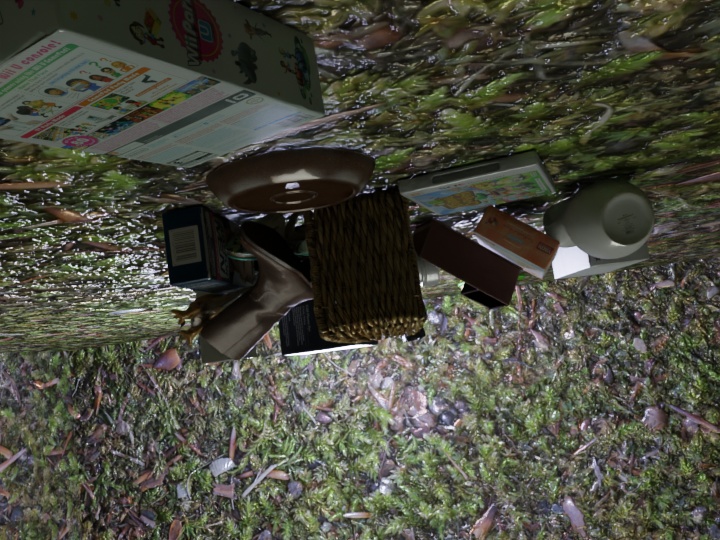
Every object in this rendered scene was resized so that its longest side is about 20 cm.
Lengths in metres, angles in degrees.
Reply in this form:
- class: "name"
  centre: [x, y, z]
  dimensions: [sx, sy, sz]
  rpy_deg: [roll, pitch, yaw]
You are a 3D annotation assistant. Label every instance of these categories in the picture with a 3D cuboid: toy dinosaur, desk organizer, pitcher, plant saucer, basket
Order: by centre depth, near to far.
- class: "plant saucer"
  centre: [-0.080, -0.099, 0.838]
  dimensions: [0.199, 0.032, 0.200]
  rpy_deg: [-6, 172, -1]
- class: "basket"
  centre: [0.000, 0.000, 1.006]
  dimensions: [0.148, 0.201, 0.143]
  rpy_deg: [-8, 169, -5]
- class: "toy dinosaur"
  centre: [-0.222, 0.052, 1.051]
  dimensions: [0.200, 0.061, 0.106]
  rpy_deg: [-21, -163, 47]
- class: "pitcher"
  centre: [0.402, -0.090, 1.130]
  dimensions: [0.171, 0.122, 0.200]
  rpy_deg: [-22, -176, -3]
- class: "desk organizer"
  centre: [0.183, -0.009, 1.274]
  dimensions: [0.200, 0.077, 0.072]
  rpy_deg: [27, 161, -16]

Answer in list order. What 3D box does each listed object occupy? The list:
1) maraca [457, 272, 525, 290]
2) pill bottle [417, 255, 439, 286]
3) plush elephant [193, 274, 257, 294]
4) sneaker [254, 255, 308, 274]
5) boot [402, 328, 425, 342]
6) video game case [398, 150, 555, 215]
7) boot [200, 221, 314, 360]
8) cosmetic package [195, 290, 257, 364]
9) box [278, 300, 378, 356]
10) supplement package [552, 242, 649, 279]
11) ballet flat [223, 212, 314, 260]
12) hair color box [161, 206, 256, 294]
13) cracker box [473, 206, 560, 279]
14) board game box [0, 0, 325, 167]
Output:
- class: "maraca"
  centre: [0.366, 0.028, 1.996]
  dimensions: [0.137, 0.107, 0.200]
  rpy_deg: [0, 169, -43]
- class: "pill bottle"
  centre: [0.043, -0.005, 1.350]
  dimensions: [0.199, 0.120, 0.120]
  rpy_deg: [-7, 173, -4]
- class: "plush elephant"
  centre: [-0.224, 0.038, 1.389]
  dimensions: [0.155, 0.165, 0.200]
  rpy_deg: [-41, -141, -14]
- class: "sneaker"
  centre: [-0.122, -0.021, 1.237]
  dimensions: [0.199, 0.076, 0.079]
  rpy_deg: [-13, 169, 33]
- class: "boot"
  centre: [0.091, 0.051, 1.513]
  dimensions: [0.065, 0.201, 0.165]
  rpy_deg: [-9, 173, 9]
- class: "video game case"
  centre: [0.168, -0.116, 0.991]
  dimensions: [0.181, 0.022, 0.200]
  rpy_deg: [-10, 173, 20]
- class: "boot"
  centre: [-0.162, 0.038, 0.969]
  dimensions: [0.200, 0.064, 0.186]
  rpy_deg: [-36, 137, 16]
- class: "cosmetic package"
  centre: [-0.222, 0.047, 1.160]
  dimensions: [0.082, 0.201, 0.051]
  rpy_deg: [-11, 171, 32]
- class: "box"
  centre: [-0.073, 0.069, 1.486]
  dimensions: [0.182, 0.201, 0.104]
  rpy_deg: [-10, 171, 28]
- class: "supplement package"
  centre: [0.455, -0.056, 1.382]
  dimensions: [0.117, 0.117, 0.200]
  rpy_deg: [-7, 174, -4]
- class: "ballet flat"
  centre: [-0.111, -0.054, 1.029]
  dimensions: [0.074, 0.075, 0.200]
  rpy_deg: [-13, 175, 39]
- class: "hair color box"
  centre: [-0.211, -0.023, 1.021]
  dimensions: [0.060, 0.100, 0.200]
  rpy_deg: [-9, 173, 8]
- class: "cracker box"
  centre: [0.277, -0.046, 1.254]
  dimensions: [0.134, 0.058, 0.200]
  rpy_deg: [30, -177, 14]
- class: "board game box"
  centre: [-0.143, -0.123, 0.448]
  dimensions: [0.147, 0.065, 0.200]
  rpy_deg: [-13, 172, 34]
